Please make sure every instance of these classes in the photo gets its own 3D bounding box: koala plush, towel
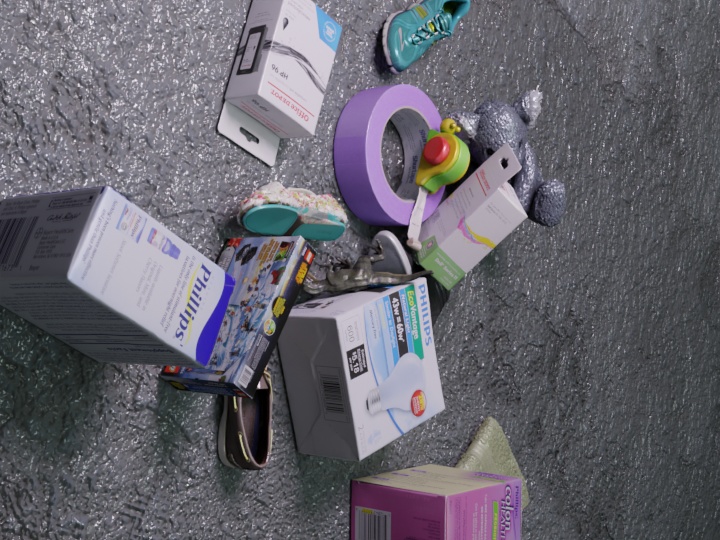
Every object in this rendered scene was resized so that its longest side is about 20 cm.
[{"bbox_3d":[0.211,-0.181,1.669,0.202,0.174,0.186,74,3,-45],"label":"koala plush"},{"bbox_3d":[0.224,0.362,1.819,0.149,0.036,0.202,-50,126,-38],"label":"towel"}]

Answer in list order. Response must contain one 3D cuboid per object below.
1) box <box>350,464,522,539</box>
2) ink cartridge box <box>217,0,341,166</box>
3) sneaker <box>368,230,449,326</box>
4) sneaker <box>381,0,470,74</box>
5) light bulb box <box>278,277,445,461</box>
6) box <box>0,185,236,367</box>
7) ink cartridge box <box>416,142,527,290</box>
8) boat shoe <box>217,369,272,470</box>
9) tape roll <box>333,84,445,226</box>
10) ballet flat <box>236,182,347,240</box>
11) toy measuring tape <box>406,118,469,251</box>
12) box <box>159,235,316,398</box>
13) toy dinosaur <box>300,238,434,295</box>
[{"bbox_3d":[0.112,0.353,1.578,0.198,0.174,0.099,1,89,-50],"label":"box"},{"bbox_3d":[-0.103,-0.251,1.399,0.115,0.067,0.204,29,69,-46],"label":"ink cartridge box"},{"bbox_3d":[0.075,0.003,1.617,0.100,0.070,0.202,-53,133,-38],"label":"sneaker"},{"bbox_3d":[0.097,-0.369,1.628,0.201,0.079,0.078,-50,126,-36],"label":"sneaker"},{"bbox_3d":[0.002,0.128,1.485,0.198,0.123,0.202,-22,107,-46],"label":"light bulb box"},{"bbox_3d":[-0.265,0.012,1.119,0.200,0.181,0.107,41,59,-42],"label":"box"},{"bbox_3d":[0.171,-0.080,1.568,0.067,0.200,0.118,40,17,-20],"label":"ink cartridge box"},{"bbox_3d":[-0.141,0.149,1.363,0.071,0.059,0.205,4,87,-49],"label":"boat shoe"},{"bbox_3d":[0.048,-0.168,1.583,0.198,0.065,0.205,-2,93,-50],"label":"tape roll"},{"bbox_3d":[-0.096,-0.080,1.411,0.198,0.075,0.065,11,47,-53],"label":"ballet flat"},{"bbox_3d":[0.116,-0.127,1.562,0.073,0.073,0.204,29,68,-46],"label":"toy measuring tape"},{"bbox_3d":[-0.146,0.052,1.297,0.040,0.135,0.203,45,58,-39],"label":"box"},{"bbox_3d":[0.000,0.000,1.484,0.089,0.196,0.048,-96,179,-60],"label":"toy dinosaur"}]
